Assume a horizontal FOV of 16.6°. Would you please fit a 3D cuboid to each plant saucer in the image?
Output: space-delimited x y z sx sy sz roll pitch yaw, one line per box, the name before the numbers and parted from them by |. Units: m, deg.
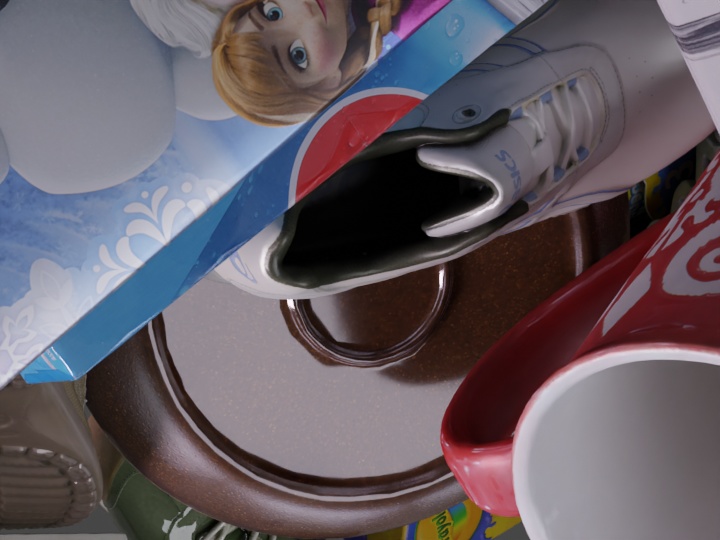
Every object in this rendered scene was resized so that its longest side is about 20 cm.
plant saucer | 0.000 0.000 0.810 0.199 0.032 0.202 -5 108 -15

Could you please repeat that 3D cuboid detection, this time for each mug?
mug | 0.126 0.007 0.750 0.200 0.177 0.134 -54 154 -41

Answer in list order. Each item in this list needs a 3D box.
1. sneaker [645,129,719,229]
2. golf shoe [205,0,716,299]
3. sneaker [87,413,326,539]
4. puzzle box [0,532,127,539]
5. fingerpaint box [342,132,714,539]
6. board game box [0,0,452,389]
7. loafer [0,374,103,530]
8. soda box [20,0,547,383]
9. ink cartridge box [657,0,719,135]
sneaker | 0.144 0.003 0.897 0.075 0.081 0.201 -9 131 -48
golf shoe | 0.045 -0.035 0.743 0.199 0.097 0.079 -23 111 -9
sneaker | -0.036 0.115 0.944 0.067 0.090 0.200 -39 148 -8
puzzle box | -0.116 0.186 0.816 0.025 0.201 0.133 -22 161 38
fingerpaint box | 0.065 0.008 0.954 0.166 0.073 0.201 -26 143 -28
board game box | -0.107 -0.084 0.570 0.199 0.043 0.200 -41 107 -6
loafer | -0.119 0.027 0.767 0.075 0.069 0.200 -1 154 -4
soda box | -0.026 -0.057 0.668 0.200 0.068 0.064 -39 -170 -17
ink cartridge box | 0.132 -0.122 0.624 0.145 0.084 0.200 -21 145 12
